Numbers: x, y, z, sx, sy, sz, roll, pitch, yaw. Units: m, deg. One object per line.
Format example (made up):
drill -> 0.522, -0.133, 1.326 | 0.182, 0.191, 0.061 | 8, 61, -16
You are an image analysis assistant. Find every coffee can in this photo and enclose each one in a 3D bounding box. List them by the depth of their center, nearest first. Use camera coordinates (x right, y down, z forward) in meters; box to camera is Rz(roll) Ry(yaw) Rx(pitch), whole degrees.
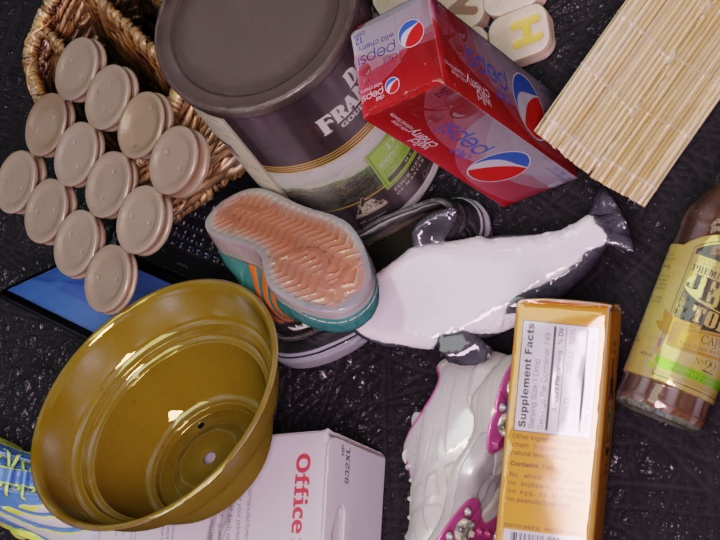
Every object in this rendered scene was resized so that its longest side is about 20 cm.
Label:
coffee can -> -0.038, -0.130, 1.282 | 0.145, 0.200, 0.148 | -9, 64, 18

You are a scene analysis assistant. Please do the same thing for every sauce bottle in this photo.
sauce bottle -> 0.226, 0.001, 1.171 | 0.064, 0.065, 0.202 | 18, 87, 35

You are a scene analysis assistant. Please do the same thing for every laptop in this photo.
laptop -> -0.155, -0.034, 1.404 | 0.176, 0.103, 0.202 | 22, 88, 35

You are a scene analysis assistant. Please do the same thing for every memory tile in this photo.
memory tile -> -0.193, -0.073, 1.336 | 0.200, 0.017, 0.154 | 42, 107, 41

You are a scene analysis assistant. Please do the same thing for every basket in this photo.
basket -> -0.184, -0.151, 1.401 | 0.142, 0.149, 0.200 | -36, 51, -10

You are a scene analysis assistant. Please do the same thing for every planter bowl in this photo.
planter bowl -> -0.122, 0.110, 1.246 | 0.199, 0.084, 0.202 | -21, 44, 21

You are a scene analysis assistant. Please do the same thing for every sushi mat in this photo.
sushi mat -> 0.210, -0.148, 1.222 | 0.201, 0.095, 0.012 | -55, 16, 6

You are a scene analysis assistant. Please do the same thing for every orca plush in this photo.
orca plush -> 0.089, 0.002, 1.255 | 0.199, 0.071, 0.106 | -34, 78, 3

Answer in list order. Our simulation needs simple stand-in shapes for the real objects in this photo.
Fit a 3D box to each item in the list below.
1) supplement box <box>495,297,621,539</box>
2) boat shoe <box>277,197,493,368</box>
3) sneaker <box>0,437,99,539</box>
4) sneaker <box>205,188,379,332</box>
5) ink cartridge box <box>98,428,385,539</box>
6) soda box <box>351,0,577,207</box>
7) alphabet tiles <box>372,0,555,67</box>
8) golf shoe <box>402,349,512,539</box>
supplement box -> 0.126, 0.119, 1.166 | 0.068, 0.067, 0.202 | 7, 90, 13
boat shoe -> 0.000, 0.000, 1.313 | 0.199, 0.071, 0.073 | -35, 60, 20
sneaker -> -0.277, 0.171, 1.417 | 0.198, 0.105, 0.077 | 11, 81, 35
sneaker -> -0.036, 0.007, 1.241 | 0.071, 0.080, 0.200 | -36, 32, -12
ink cartridge box -> -0.087, 0.199, 1.299 | 0.198, 0.084, 0.147 | -7, 70, 31
soda box -> 0.072, -0.109, 1.221 | 0.063, 0.199, 0.071 | -21, 64, 26
alphabet tiles -> 0.090, -0.239, 1.364 | 0.194, 0.015, 0.202 | -16, 67, 28
golf shoe -> 0.063, 0.147, 1.235 | 0.091, 0.075, 0.202 | 14, 76, 44
